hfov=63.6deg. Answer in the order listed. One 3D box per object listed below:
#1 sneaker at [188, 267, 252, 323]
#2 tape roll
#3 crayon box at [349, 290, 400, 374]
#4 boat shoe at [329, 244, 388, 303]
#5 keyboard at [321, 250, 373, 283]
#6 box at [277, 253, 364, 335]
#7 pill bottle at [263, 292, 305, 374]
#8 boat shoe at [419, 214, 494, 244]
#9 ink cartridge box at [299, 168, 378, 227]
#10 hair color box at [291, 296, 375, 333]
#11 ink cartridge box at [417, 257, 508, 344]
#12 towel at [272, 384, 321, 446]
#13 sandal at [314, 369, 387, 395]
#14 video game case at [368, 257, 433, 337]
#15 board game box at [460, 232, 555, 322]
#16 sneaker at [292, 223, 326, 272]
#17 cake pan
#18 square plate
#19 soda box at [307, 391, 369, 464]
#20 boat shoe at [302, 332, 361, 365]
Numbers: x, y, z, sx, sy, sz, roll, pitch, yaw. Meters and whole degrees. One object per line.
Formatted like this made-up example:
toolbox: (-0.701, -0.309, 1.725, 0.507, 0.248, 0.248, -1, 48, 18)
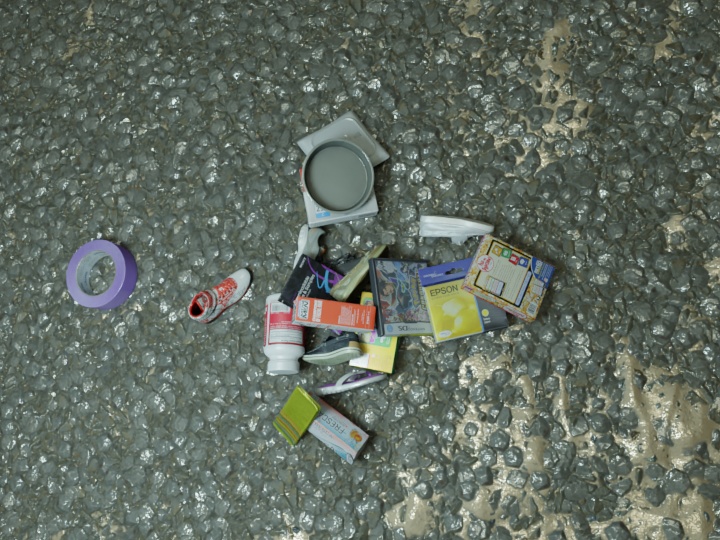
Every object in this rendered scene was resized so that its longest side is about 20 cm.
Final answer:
sneaker: (-0.394, 0.068, 1.630, 0.201, 0.108, 0.067, -44, 74, 1)
tape roll: (-0.775, 0.014, 1.743, 0.196, 0.066, 0.204, -2, 79, 11)
crayon box: (0.048, 0.165, 1.545, 0.117, 0.058, 0.204, 9, 81, 13)
boat shoe: (0.000, 0.002, 1.542, 0.063, 0.073, 0.202, 32, 76, 23)
keyboard: (-0.029, 0.000, 1.613, 0.197, 0.040, 0.105, -24, 99, 5)
box: (-0.103, 0.064, 1.548, 0.198, 0.036, 0.145, 29, 65, -8)
pill bottle: (-0.203, 0.171, 1.560, 0.110, 0.112, 0.204, -3, 73, 11)
boat shoe: (0.254, -0.105, 1.552, 0.196, 0.072, 0.070, 7, 102, 6)
ink cartridge box: (-0.063, -0.226, 1.625, 0.196, 0.045, 0.179, -11, 78, -6)
hair color box: (-0.069, 0.113, 1.459, 0.196, 0.111, 0.065, 7, 79, -11)
ink cartridge box: (0.265, 0.070, 1.506, 0.194, 0.047, 0.204, -12, 79, -4)
towel: (-0.168, 0.378, 1.502, 0.086, 0.018, 0.201, 41, 132, 10)
sandal: (-0.030, 0.287, 1.525, 0.199, 0.082, 0.051, -16, 81, 9)
video game case: (0.111, 0.069, 1.505, 0.178, 0.025, 0.204, 2, 72, -31)
board game box: (0.375, 0.018, 1.480, 0.198, 0.046, 0.153, 27, 76, 3)
sneaker: (-0.142, -0.029, 1.616, 0.078, 0.074, 0.204, 8, 81, 8)
cake pan: (-0.062, -0.253, 1.570, 0.196, 0.037, 0.204, 0, 89, -10)
square plate: (-0.049, -0.349, 1.644, 0.197, 0.029, 0.201, -32, 69, -13)
soda box: (-0.078, 0.407, 1.511, 0.199, 0.069, 0.063, 34, 46, 16)
boat shoe: (-0.075, 0.209, 1.533, 0.198, 0.074, 0.063, -21, 57, 40)
